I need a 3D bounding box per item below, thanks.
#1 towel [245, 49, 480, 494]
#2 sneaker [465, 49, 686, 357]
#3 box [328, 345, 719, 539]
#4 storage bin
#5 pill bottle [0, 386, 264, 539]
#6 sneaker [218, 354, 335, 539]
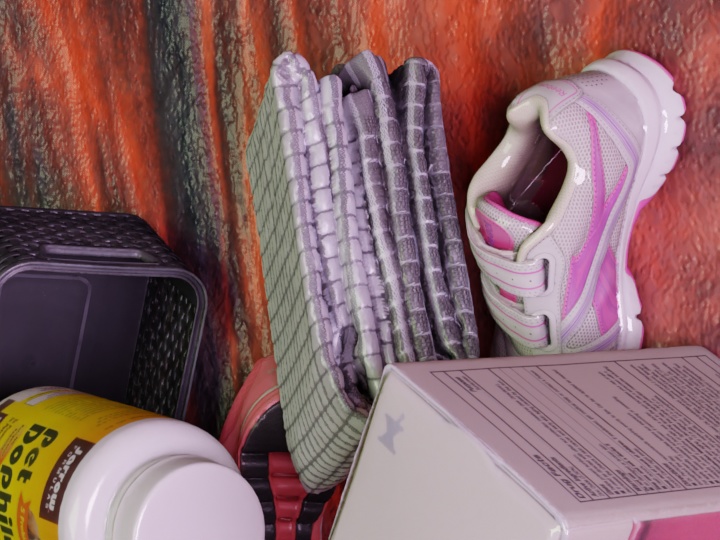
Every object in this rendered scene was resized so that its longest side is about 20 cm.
[{"bbox_3d":[0.000,0.000,1.252,0.166,0.085,0.201,118,144,-72],"label":"towel"},{"bbox_3d":[0.085,-0.008,1.177,0.081,0.088,0.201,25,112,47],"label":"sneaker"},{"bbox_3d":[0.105,0.112,1.071,0.128,0.199,0.109,41,121,42],"label":"box"},{"bbox_3d":[-0.182,0.072,1.461,0.094,0.135,0.201,43,125,55],"label":"storage bin"},{"bbox_3d":[-0.133,0.127,1.325,0.200,0.109,0.110,8,99,57],"label":"pill bottle"},{"bbox_3d":[-0.052,0.138,1.388,0.087,0.073,0.201,-113,33,-59],"label":"sneaker"}]
